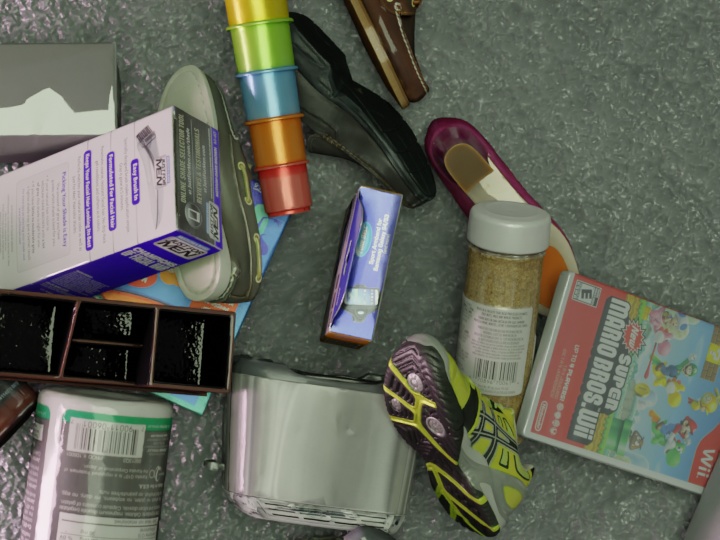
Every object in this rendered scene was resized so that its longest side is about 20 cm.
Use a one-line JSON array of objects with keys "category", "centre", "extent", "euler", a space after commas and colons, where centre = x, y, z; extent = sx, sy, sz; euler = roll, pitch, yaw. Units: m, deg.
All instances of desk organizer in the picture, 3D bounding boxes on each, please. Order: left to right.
[{"category": "desk organizer", "centre": [-0.204, 0.057, 1.648], "extent": [0.199, 0.077, 0.072], "euler": [6, 85, -21]}]

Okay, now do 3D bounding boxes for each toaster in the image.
[{"category": "toaster", "centre": [-0.027, 0.144, 1.715], "extent": [0.199, 0.114, 0.130], "euler": [8, 89, -11]}]

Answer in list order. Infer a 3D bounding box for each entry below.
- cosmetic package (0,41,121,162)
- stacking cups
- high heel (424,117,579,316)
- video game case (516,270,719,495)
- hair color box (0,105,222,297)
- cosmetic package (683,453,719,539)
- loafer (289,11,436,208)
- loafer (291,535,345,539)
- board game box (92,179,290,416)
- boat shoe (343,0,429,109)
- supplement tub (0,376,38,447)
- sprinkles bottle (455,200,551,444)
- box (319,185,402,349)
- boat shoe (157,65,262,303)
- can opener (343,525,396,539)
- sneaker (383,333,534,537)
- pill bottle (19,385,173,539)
[{"category": "cosmetic package", "centre": [-0.296, -0.137, 1.708], "extent": [0.199, 0.107, 0.091], "euler": [-3, 81, -8]}, {"category": "stacking cups", "centre": [-0.073, -0.146, 1.713], "extent": [0.060, 0.061, 0.201], "euler": [-10, 96, -6]}, {"category": "high heel", "centre": [0.122, -0.046, 1.781], "extent": [0.067, 0.096, 0.200], "euler": [-40, 110, 8]}, {"category": "video game case", "centre": [0.234, 0.098, 1.753], "extent": [0.199, 0.017, 0.144], "euler": [19, 84, -25]}, {"category": "hair color box", "centre": [-0.207, -0.045, 1.669], "extent": [0.199, 0.065, 0.110], "euler": [-19, 63, 32]}, {"category": "cosmetic package", "centre": [0.401, 0.178, 1.717], "extent": [0.165, 0.165, 0.201], "euler": [26, 85, -10]}, {"category": "loafer", "centre": [-0.016, -0.125, 1.760], "extent": [0.072, 0.073, 0.200], "euler": [-43, 83, 20]}, {"category": "loafer", "centre": [-0.063, 0.267, 1.728], "extent": [0.199, 0.070, 0.070], "euler": [-8, 102, -6]}, {"category": "board game box", "centre": [-0.162, 0.002, 1.743], "extent": [0.152, 0.045, 0.201], "euler": [23, 85, -3]}, {"category": "boat shoe", "centre": [0.016, -0.239, 1.763], "extent": [0.070, 0.070, 0.201], "euler": [-25, 89, -2]}, {"category": "supplement tub", "centre": [-0.366, 0.075, 1.689], "extent": [0.200, 0.107, 0.107], "euler": [44, 83, 0]}, {"category": "sprinkles bottle", "centre": [0.114, 0.045, 1.722], "extent": [0.068, 0.068, 0.201], "euler": [4, 108, -5]}, {"category": "box", "centre": [0.000, 0.000, 1.680], "extent": [0.041, 0.200, 0.120], "euler": [12, 86, -5]}, {"category": "boat shoe", "centre": [-0.122, -0.069, 1.700], "extent": [0.060, 0.072, 0.203], "euler": [10, 66, -45]}, {"category": "can opener", "centre": [0.045, 0.286, 1.698], "extent": [0.067, 0.053, 0.200], "euler": [-39, 117, 10]}, {"category": "sneaker", "centre": [0.080, 0.121, 1.667], "extent": [0.076, 0.075, 0.200], "euler": [-45, 131, -28]}, {"category": "pill bottle", "centre": [-0.219, 0.200, 1.688], "extent": [0.113, 0.113, 0.201], "euler": [8, 90, -5]}]
